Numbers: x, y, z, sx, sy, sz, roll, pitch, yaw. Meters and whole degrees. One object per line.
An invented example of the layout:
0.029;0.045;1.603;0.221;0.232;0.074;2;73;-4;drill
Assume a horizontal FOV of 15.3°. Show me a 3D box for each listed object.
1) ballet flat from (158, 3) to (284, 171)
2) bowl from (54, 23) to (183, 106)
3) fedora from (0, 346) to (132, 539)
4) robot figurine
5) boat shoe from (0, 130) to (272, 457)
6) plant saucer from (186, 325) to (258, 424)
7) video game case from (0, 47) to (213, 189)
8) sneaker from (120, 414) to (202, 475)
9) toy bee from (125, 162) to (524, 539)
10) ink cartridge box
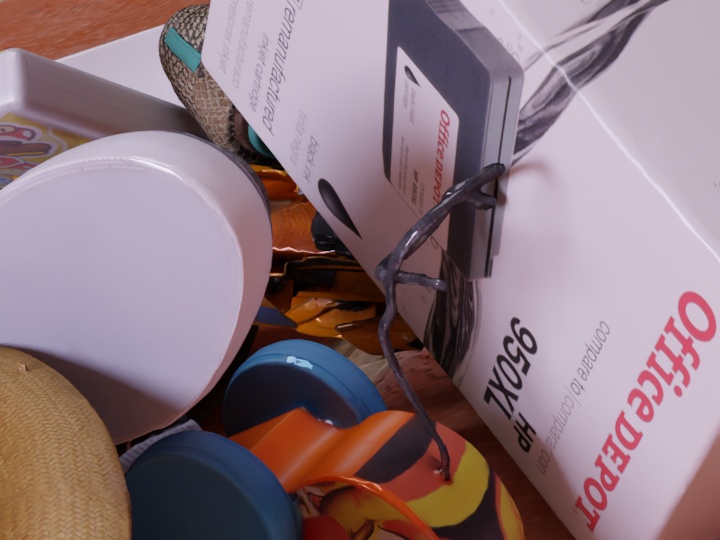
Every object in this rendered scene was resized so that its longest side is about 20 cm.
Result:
0.012;-0.059;0.918;0.200;0.068;0.075;12;21;-45;ballet flat
-0.095;-0.046;1.139;0.200;0.075;0.200;-20;17;1;bowl
-0.114;0.111;0.616;0.200;0.082;0.201;-24;39;21;fedora
0.000;0.000;0.834;0.200;0.058;0.145;6;-2;23;robot figurine
-0.070;0.018;0.682;0.066;0.070;0.200;-45;-4;-43;boat shoe
-0.123;0.049;0.950;0.200;0.032;0.200;-17;18;6;plant saucer
-0.130;-0.026;0.923;0.182;0.023;0.200;-12;-15;28;video game case
-0.140;0.094;0.793;0.200;0.075;0.088;-15;2;-23;sneaker
-0.008;0.074;0.669;0.131;0.109;0.200;-40;1;-28;toy bee
0.053;-0.040;0.680;0.084;0.200;0.145;-28;-23;-25;ink cartridge box
